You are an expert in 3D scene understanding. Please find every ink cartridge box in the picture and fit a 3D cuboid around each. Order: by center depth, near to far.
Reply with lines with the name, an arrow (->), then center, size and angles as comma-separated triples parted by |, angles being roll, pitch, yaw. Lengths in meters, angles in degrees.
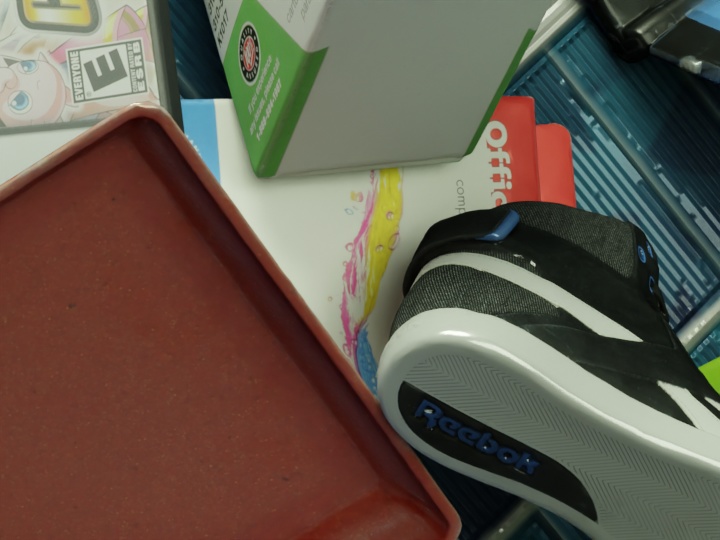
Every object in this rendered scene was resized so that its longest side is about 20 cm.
ink cartridge box -> -0.007, -0.154, 0.846 | 0.083, 0.145, 0.201 | -7, 61, -21
ink cartridge box -> 0.000, 0.000, 0.904 | 0.199, 0.067, 0.117 | -3, 85, -20

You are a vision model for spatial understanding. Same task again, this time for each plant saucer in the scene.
plant saucer -> -0.099, 0.061, 0.812 | 0.199, 0.037, 0.200 | -32, 122, 5

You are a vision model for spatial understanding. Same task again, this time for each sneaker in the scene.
sneaker -> 0.103, 0.044, 0.845 | 0.199, 0.073, 0.112 | 34, 39, -13

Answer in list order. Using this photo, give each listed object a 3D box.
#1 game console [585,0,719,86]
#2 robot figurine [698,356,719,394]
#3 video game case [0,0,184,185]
game console -> 0.177, -0.165, 0.965 | 0.200, 0.118, 0.171 | -36, 96, -21
robot figurine -> 0.159, 0.114, 0.924 | 0.200, 0.116, 0.176 | -43, 104, -20
video game case -> -0.156, -0.105, 0.842 | 0.179, 0.026, 0.202 | -8, 86, 6
